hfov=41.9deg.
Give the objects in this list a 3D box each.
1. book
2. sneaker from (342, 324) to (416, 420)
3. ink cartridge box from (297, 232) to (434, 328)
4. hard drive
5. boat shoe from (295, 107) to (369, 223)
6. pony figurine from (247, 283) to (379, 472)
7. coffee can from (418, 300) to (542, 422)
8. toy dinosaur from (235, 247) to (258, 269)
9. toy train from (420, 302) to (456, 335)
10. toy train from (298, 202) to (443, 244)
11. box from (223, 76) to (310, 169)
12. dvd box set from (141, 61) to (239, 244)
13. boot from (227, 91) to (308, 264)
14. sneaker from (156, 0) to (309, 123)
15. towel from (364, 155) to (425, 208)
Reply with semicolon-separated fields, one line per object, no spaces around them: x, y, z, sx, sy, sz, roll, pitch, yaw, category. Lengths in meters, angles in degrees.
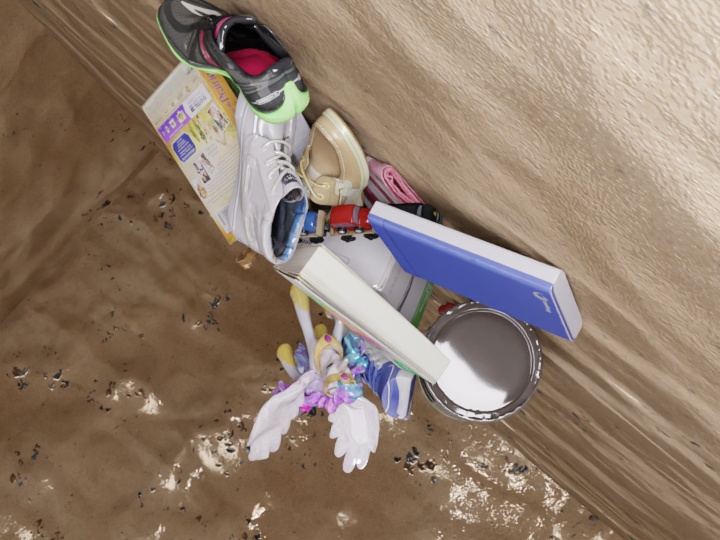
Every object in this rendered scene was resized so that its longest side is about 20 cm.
-0.001;0.048;1.076;0.200;0.048;0.134;39;171;-16;book
0.016;0.128;1.249;0.114;0.081;0.200;7;-161;0;sneaker
0.000;0.000;1.206;0.145;0.084;0.200;19;166;20;ink cartridge box
0.113;0.001;0.921;0.199;0.025;0.132;23;166;30;hard drive
-0.035;-0.101;1.029;0.074;0.066;0.200;51;166;21;boat shoe
-0.055;0.139;1.169;0.166;0.194;0.200;4;-149;-20;pony figurine
0.148;0.123;1.219;0.146;0.146;0.200;41;174;7;coffee can
-0.110;-0.094;1.184;0.060;0.201;0.106;13;-152;-5;toy dinosaur
0.159;0.117;1.498;0.115;0.085;0.200;28;174;0;toy train
-0.010;-0.052;1.012;0.199;0.034;0.046;-2;159;24;toy train
-0.108;-0.184;1.121;0.144;0.036;0.200;45;172;26;box
-0.166;-0.140;1.097;0.201;0.029;0.146;57;143;-4;dvd box set
-0.084;-0.108;0.974;0.073;0.201;0.095;-9;-151;-35;boot
-0.123;-0.223;0.912;0.200;0.077;0.084;37;154;25;sneaker
0.023;-0.090;1.099;0.144;0.023;0.200;46;173;-31;towel
